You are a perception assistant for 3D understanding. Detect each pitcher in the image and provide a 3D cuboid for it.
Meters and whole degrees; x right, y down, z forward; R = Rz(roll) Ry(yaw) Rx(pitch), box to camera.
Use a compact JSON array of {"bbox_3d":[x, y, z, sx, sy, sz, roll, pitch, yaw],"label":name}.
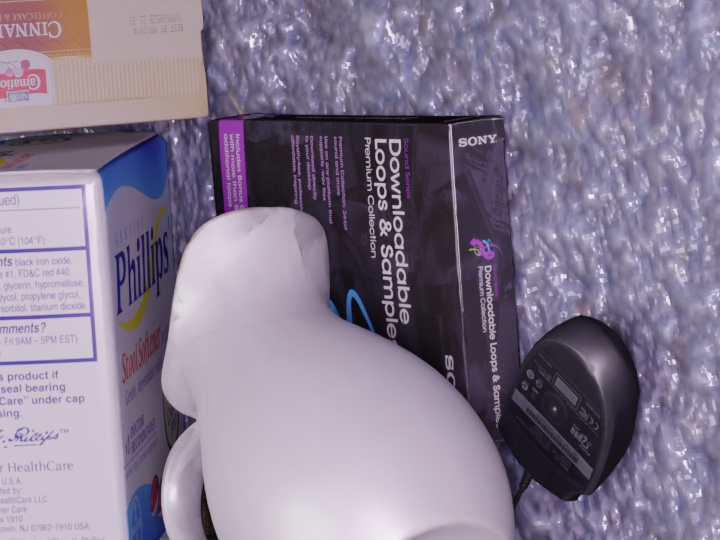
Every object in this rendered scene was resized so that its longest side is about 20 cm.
[{"bbox_3d":[-0.023,0.096,1.238,0.200,0.121,0.172,53,133,44],"label":"pitcher"}]

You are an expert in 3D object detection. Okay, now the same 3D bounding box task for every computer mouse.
[{"bbox_3d":[0.078,0.091,1.228,0.059,0.034,0.200,48,141,23],"label":"computer mouse"}]

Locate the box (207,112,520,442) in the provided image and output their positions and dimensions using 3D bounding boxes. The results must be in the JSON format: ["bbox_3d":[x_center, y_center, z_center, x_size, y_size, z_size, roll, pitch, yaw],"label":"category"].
[{"bbox_3d":[0.000,0.000,1.314,0.200,0.036,0.144,4,101,54],"label":"box"}]

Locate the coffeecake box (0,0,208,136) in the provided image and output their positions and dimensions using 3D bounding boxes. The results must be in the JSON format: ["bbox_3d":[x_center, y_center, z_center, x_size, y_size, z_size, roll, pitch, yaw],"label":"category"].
[{"bbox_3d":[-0.194,-0.104,1.475,0.200,0.153,0.073,0,95,56],"label":"coffeecake box"}]

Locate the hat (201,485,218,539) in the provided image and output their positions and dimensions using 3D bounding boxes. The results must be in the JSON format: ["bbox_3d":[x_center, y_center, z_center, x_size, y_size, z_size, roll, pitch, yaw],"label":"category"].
[{"bbox_3d":[-0.062,0.183,1.408,0.200,0.081,0.202,20,114,54],"label":"hat"}]

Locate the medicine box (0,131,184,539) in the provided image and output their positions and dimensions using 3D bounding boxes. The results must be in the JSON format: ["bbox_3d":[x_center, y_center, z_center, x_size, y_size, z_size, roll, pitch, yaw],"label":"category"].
[{"bbox_3d":[-0.153,0.041,1.414,0.182,0.102,0.201,-58,-35,-80],"label":"medicine box"}]
